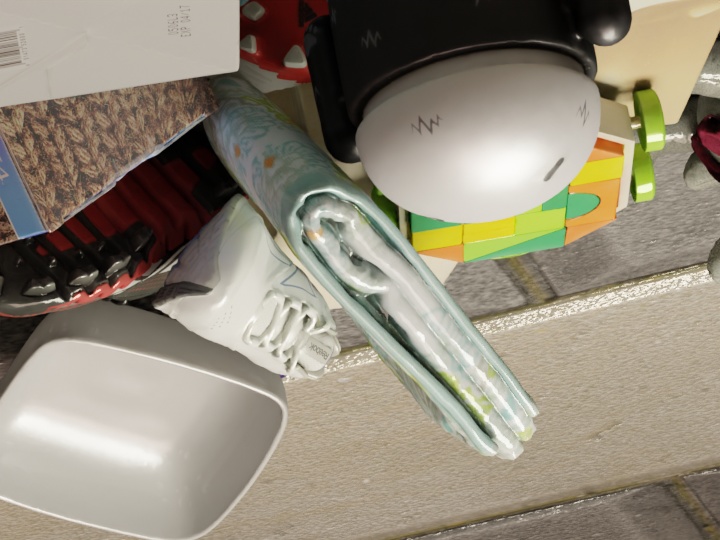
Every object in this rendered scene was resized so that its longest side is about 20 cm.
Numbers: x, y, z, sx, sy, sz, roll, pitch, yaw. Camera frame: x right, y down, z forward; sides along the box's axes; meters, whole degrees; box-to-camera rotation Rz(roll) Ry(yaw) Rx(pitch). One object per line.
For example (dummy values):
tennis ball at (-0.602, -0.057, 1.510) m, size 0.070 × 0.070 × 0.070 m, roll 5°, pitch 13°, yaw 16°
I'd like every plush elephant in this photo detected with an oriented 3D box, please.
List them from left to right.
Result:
plush elephant at (0.260, -0.053, 1.719) m, size 0.199 × 0.155 × 0.165 m, roll -6°, pitch 161°, yaw -11°

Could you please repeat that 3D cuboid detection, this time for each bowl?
bowl at (-0.165, 0.099, 1.978) m, size 0.199 × 0.075 × 0.200 m, roll 17°, pitch 134°, yaw -19°

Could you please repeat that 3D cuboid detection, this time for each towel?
towel at (0.000, 0.000, 1.423) m, size 0.048 × 0.171 × 0.200 m, roll -41°, pitch 119°, yaw -3°

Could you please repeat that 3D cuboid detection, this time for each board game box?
board game box at (-0.202, -0.071, 1.375) m, size 0.200 × 0.097 × 0.159 m, roll -15°, pitch -164°, yaw 34°

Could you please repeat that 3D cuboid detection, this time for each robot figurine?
robot figurine at (0.047, -0.122, 1.334) m, size 0.124 × 0.201 × 0.150 m, roll -5°, pitch 161°, yaw -15°

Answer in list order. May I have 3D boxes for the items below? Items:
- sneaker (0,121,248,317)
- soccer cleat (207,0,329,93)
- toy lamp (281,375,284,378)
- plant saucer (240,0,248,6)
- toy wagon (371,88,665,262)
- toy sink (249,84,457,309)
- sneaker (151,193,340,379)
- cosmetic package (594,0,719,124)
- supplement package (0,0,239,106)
sneaker at (-0.139, -0.014, 1.472) m, size 0.200 × 0.071 × 0.098 m, roll -33°, pitch 168°, yaw -47°
soccer cleat at (-0.074, -0.122, 1.495) m, size 0.199 × 0.069 × 0.085 m, roll -9°, pitch 171°, yaw 7°
toy lamp at (-0.133, 0.071, 2.045) m, size 0.199 × 0.058 × 0.058 m, roll -11°, pitch 162°, yaw 13°
plant saucer at (-0.108, -0.141, 1.287) m, size 0.200 × 0.019 × 0.070 m, roll -12°, pitch 155°, yaw -47°
toy wagon at (0.084, -0.043, 1.509) m, size 0.155 × 0.040 × 0.200 m, roll -9°, pitch 158°, yaw -2°
toy sink at (0.000, -0.069, 1.610) m, size 0.130 × 0.112 × 0.200 m, roll -4°, pitch 156°, yaw -17°
sneaker at (-0.051, 0.015, 1.481) m, size 0.075 × 0.087 × 0.200 m, roll -51°, pitch 170°, yaw 4°
cosmetic package at (0.141, -0.154, 1.443) m, size 0.071 × 0.106 × 0.200 m, roll -7°, pitch 163°, yaw -6°
supplement package at (-0.120, -0.180, 1.072) m, size 0.119 × 0.201 × 0.121 m, roll -9°, pitch 161°, yaw -5°
